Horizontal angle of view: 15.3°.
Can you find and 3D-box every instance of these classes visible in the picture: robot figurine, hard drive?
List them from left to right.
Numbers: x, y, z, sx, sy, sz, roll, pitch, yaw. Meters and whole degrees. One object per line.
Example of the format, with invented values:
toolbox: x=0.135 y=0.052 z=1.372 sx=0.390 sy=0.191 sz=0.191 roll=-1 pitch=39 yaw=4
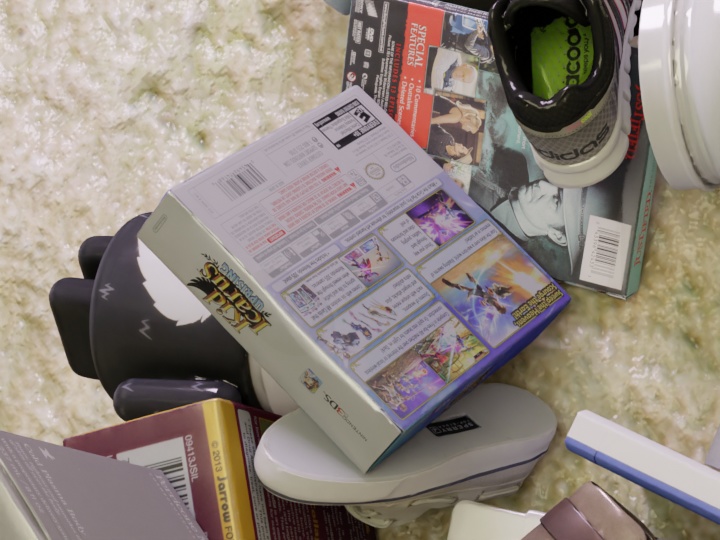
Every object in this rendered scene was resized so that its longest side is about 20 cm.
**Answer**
robot figurine: x=-0.082 y=0.027 z=1.584 sx=0.200 sy=0.125 sz=0.150 roll=5 pitch=79 yaw=23
hard drive: x=0.217 y=0.134 z=1.426 sx=0.200 sy=0.132 sz=0.025 roll=25 pitch=89 yaw=26

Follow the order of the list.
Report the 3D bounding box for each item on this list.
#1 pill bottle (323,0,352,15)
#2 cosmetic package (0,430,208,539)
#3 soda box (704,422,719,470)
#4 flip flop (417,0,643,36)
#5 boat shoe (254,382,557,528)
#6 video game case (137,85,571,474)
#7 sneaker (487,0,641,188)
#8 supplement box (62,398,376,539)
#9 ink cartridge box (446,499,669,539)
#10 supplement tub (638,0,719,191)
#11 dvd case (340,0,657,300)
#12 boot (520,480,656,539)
pill bottle: x=0.028 y=-0.253 z=1.605 sx=0.200 sy=0.112 sz=0.112 roll=-48 pitch=65 yaw=8
cosmetic package: x=-0.144 y=0.151 z=1.326 sx=0.090 sy=0.200 sz=0.107 roll=-41 pitch=70 yaw=13
soda box: x=0.261 y=0.099 z=1.388 sx=0.200 sy=0.068 sz=0.064 roll=18 pitch=87 yaw=67
flip flop: x=0.116 y=-0.163 z=1.576 sx=0.200 sy=0.058 sz=0.081 roll=-18 pitch=110 yaw=22
boat shoe: x=0.021 y=0.113 z=1.490 sx=0.071 sy=0.200 sz=0.070 roll=44 pitch=127 yaw=35
video game case: x=0.000 y=0.000 z=1.495 sx=0.181 sy=0.200 sz=0.045 roll=45 pitch=127 yaw=9
sneaker: x=0.112 y=-0.150 z=1.475 sx=0.074 sy=0.087 sz=0.200 roll=-5 pitch=69 yaw=19
supplement box: x=-0.071 y=0.155 z=1.512 sx=0.103 sy=0.200 sz=0.131 roll=-16 pitch=73 yaw=21
ink cartridge box: x=0.141 y=0.198 z=1.443 sx=0.200 sy=0.067 sz=0.116 roll=11 pitch=84 yaw=25
supplement tub: x=0.263 y=-0.112 z=1.452 sx=0.200 sy=0.145 sz=0.145 roll=-4 pitch=77 yaw=23
dvd case: x=0.078 y=-0.076 z=1.563 sx=0.200 sy=0.022 sz=0.146 roll=16 pitch=110 yaw=26
boot: x=0.085 y=0.174 z=1.405 sx=0.200 sy=0.070 sz=0.146 roll=34 pitch=89 yaw=25
